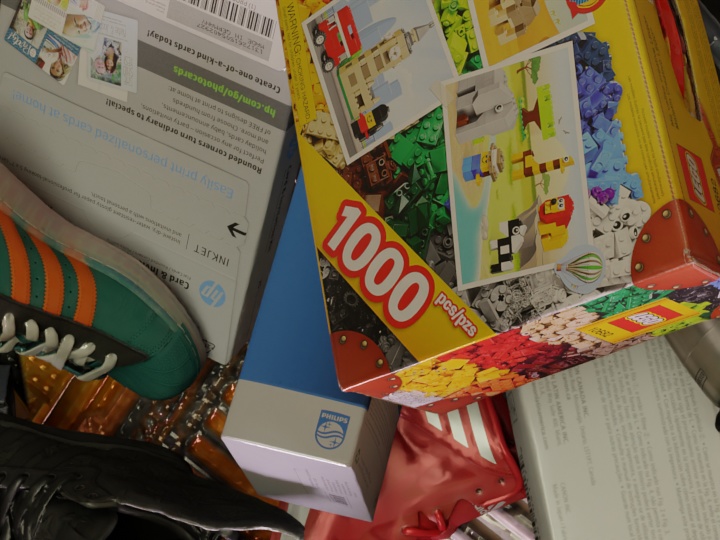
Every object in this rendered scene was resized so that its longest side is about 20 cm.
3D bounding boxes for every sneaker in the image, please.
[{"bbox_3d":[-0.130,0.108,0.758,0.199,0.104,0.060,7,102,-16],"label":"sneaker"},{"bbox_3d":[0.021,0.129,0.815,0.115,0.078,0.201,7,95,16],"label":"sneaker"},{"bbox_3d":[-0.164,0.012,0.798,0.200,0.080,0.071,39,144,-21],"label":"sneaker"}]

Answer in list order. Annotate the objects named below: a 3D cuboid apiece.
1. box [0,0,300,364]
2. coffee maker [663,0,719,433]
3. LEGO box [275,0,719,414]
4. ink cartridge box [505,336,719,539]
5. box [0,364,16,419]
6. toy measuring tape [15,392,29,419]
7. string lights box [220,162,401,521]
[{"bbox_3d":[-0.103,-0.071,0.816,0.155,0.041,0.201,24,124,13],"label":"box"},{"bbox_3d":[0.173,-0.059,0.734,0.191,0.135,0.200,-24,69,-26],"label":"coffee maker"},{"bbox_3d":[0.055,-0.063,0.655,0.148,0.077,0.201,-22,66,29],"label":"LEGO box"},{"bbox_3d":[0.168,0.053,0.783,0.199,0.057,0.163,-9,77,-5],"label":"ink cartridge box"},{"bbox_3d":[-0.244,0.148,0.837,0.157,0.051,0.201,-2,110,-8],"label":"box"},{"bbox_3d":[-0.207,0.090,0.884,0.073,0.074,0.200,-34,94,13],"label":"toy measuring tape"},{"bbox_3d":[0.000,0.000,0.764,0.059,0.103,0.201,12,70,10],"label":"string lights box"}]
